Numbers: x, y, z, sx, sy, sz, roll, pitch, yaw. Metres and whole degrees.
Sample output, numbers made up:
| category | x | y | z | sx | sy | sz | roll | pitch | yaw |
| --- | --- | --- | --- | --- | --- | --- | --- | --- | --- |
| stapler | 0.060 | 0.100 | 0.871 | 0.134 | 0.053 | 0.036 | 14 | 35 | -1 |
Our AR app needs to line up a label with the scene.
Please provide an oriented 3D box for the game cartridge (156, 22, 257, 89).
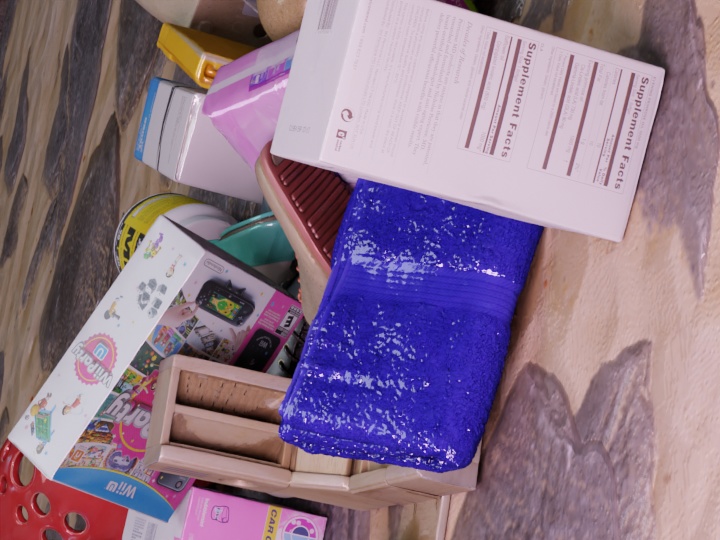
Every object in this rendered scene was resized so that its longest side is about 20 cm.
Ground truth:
| category | x | y | z | sx | sy | sz | roll | pitch | yaw |
| --- | --- | --- | --- | --- | --- | --- | --- | --- | --- |
| game cartridge | -0.074 | -0.163 | 1.723 | 0.200 | 0.176 | 0.033 | -139 | 66 | -70 |

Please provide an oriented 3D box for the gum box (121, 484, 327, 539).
| category | x | y | z | sx | sy | sz | roll | pitch | yaw |
| --- | --- | --- | --- | --- | --- | --- | --- | --- | --- |
| gum box | -0.117 | 0.214 | 1.662 | 0.200 | 0.113 | 0.066 | 174 | 109 | -70 |

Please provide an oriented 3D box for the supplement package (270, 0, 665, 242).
| category | x | y | z | sx | sy | sz | roll | pitch | yaw |
| --- | --- | --- | --- | --- | --- | --- | --- | --- | --- |
| supplement package | 0.064 | -0.096 | 1.232 | 0.114 | 0.199 | 0.110 | -161 | 85 | -71 |

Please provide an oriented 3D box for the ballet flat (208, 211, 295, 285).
| category | x | y | z | sx | sy | sz | roll | pitch | yaw |
| --- | --- | --- | --- | --- | --- | --- | --- | --- | --- |
| ballet flat | -0.095 | -0.003 | 1.689 | 0.200 | 0.067 | 0.071 | -18 | 82 | 63 |

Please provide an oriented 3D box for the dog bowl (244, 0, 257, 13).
| category | x | y | z | sx | sy | sz | roll | pitch | yaw |
| --- | --- | --- | --- | --- | --- | --- | --- | --- | --- |
| dog bowl | -0.029 | -0.288 | 1.703 | 0.059 | 0.199 | 0.201 | 15 | -90 | -66 |

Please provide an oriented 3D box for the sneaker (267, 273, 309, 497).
| category | x | y | z | sx | sy | sz | roll | pitch | yaw |
| --- | --- | --- | --- | --- | --- | --- | --- | --- | --- |
| sneaker | -0.050 | 0.076 | 1.632 | 0.106 | 0.075 | 0.201 | 128 | 151 | -50 |

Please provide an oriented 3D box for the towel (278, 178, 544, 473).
| category | x | y | z | sx | sy | sz | roll | pitch | yaw |
| --- | --- | --- | --- | --- | --- | --- | --- | --- | --- |
| towel | 0.030 | 0.027 | 1.323 | 0.147 | 0.050 | 0.201 | 4 | 67 | 32 |

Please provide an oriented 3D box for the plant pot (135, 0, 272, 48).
| category | x | y | z | sx | sy | sz | roll | pitch | yaw |
| --- | --- | --- | --- | --- | --- | --- | --- | --- | --- |
| plant pot | -0.095 | -0.299 | 1.880 | 0.201 | 0.199 | 0.177 | -66 | 27 | 26 |

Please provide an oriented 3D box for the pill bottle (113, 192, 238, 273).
| category | x | y | z | sx | sy | sz | roll | pitch | yaw |
| --- | --- | --- | --- | --- | --- | --- | --- | --- | --- |
| pill bottle | -0.170 | -0.013 | 1.987 | 0.200 | 0.114 | 0.115 | -160 | 85 | -72 |

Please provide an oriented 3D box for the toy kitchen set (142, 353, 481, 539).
| category | x | y | z | sx | sy | sz | roll | pitch | yaw |
| --- | --- | --- | --- | --- | --- | --- | --- | --- | --- |
| toy kitchen set | -0.037 | 0.144 | 1.381 | 0.200 | 0.180 | 0.164 | 153 | 128 | -65 |

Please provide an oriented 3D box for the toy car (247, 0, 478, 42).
| category | x | y | z | sx | sy | sz | roll | pitch | yaw |
| --- | --- | --- | --- | --- | --- | --- | --- | --- | --- |
| toy car | -0.018 | -0.210 | 1.522 | 0.164 | 0.200 | 0.158 | -48 | 16 | 52 |

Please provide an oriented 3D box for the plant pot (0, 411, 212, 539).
| category | x | y | z | sx | sy | sz | roll | pitch | yaw |
| --- | --- | --- | --- | --- | --- | --- | --- | --- | --- |
| plant pot | -0.227 | 0.178 | 1.887 | 0.183 | 0.200 | 0.201 | -57 | 26 | 36 |

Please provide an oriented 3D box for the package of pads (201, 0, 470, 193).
| category | x | y | z | sx | sy | sz | roll | pitch | yaw |
| --- | --- | --- | --- | --- | --- | --- | --- | --- | --- |
| package of pads | 0.001 | -0.120 | 1.433 | 0.199 | 0.121 | 0.076 | -21 | 38 | 30 |

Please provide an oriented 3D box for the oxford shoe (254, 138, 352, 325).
| category | x | y | z | sx | sy | sz | roll | pitch | yaw |
| --- | --- | --- | --- | --- | --- | --- | --- | --- | --- |
| oxford shoe | -0.026 | 0.002 | 1.429 | 0.075 | 0.200 | 0.070 | -24 | 11 | 38 |

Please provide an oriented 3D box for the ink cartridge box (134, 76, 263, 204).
| category | x | y | z | sx | sy | sz | roll | pitch | yaw |
| --- | --- | --- | --- | --- | --- | --- | --- | --- | --- |
| ink cartridge box | -0.114 | -0.114 | 1.851 | 0.200 | 0.144 | 0.085 | -151 | 75 | -72 |

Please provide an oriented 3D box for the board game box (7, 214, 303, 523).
| category | x | y | z | sx | sy | sz | roll | pitch | yaw |
| --- | --- | --- | --- | --- | --- | --- | --- | --- | --- |
| board game box | -0.148 | 0.076 | 1.516 | 0.064 | 0.147 | 0.200 | 36 | 93 | 36 |

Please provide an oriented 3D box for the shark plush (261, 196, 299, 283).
| category | x | y | z | sx | sy | sz | roll | pitch | yaw |
| --- | --- | --- | --- | --- | --- | --- | --- | --- | --- |
| shark plush | -0.073 | -0.031 | 1.766 | 0.200 | 0.083 | 0.091 | 154 | 128 | -66 |
